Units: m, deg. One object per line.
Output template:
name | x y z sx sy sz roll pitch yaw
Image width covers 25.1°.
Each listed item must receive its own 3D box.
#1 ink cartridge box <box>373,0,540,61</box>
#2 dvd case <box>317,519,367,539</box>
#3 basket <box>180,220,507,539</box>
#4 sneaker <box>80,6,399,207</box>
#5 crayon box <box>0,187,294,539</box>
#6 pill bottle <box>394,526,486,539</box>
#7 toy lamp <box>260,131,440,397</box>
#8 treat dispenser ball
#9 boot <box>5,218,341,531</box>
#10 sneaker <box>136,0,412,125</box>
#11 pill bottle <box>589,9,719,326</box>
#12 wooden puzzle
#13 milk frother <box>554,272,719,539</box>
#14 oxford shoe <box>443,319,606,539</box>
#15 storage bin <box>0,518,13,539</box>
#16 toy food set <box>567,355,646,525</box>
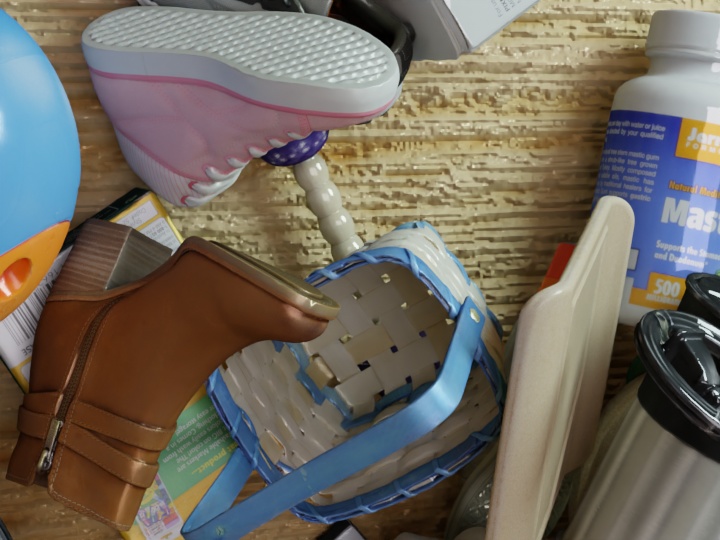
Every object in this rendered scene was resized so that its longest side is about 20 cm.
ink cartridge box | 0.091 -0.215 0.968 0.200 0.145 0.084 -37 106 -13
dvd case | -0.002 0.283 1.049 0.150 0.025 0.200 -43 108 -11
basket | -0.002 0.067 0.887 0.176 0.200 0.140 -30 99 27
sneaker | -0.062 -0.086 0.911 0.075 0.199 0.105 -48 139 -45
crayon box | -0.129 0.069 0.969 0.125 0.052 0.201 -34 104 -13
pill bottle | 0.110 0.226 1.009 0.199 0.109 0.110 17 89 -11
toy lamp | 0.000 0.000 1.005 0.058 0.058 0.201 -29 105 -14
treat dispenser ball | -0.245 -0.055 0.836 0.199 0.201 0.203 -2 96 -19
boot | -0.107 0.060 0.851 0.077 0.199 0.156 29 76 -53
sneaker | -0.055 -0.164 0.942 0.199 0.079 0.074 28 66 -6
pill bottle | 0.210 -0.061 1.044 0.111 0.112 0.202 10 93 -20
wooden puzzle | 0.108 0.067 0.924 0.037 0.200 0.186 13 111 17
milk frother | 0.182 0.113 0.914 0.199 0.181 0.189 15 108 -29
oxford shoe | 0.103 0.114 1.056 0.075 0.058 0.201 12 106 -26
storage bin | -0.242 0.156 0.891 0.093 0.135 0.201 -31 104 -14
toy food set | 0.224 0.150 1.103 0.196 0.049 0.202 -2 96 -19
